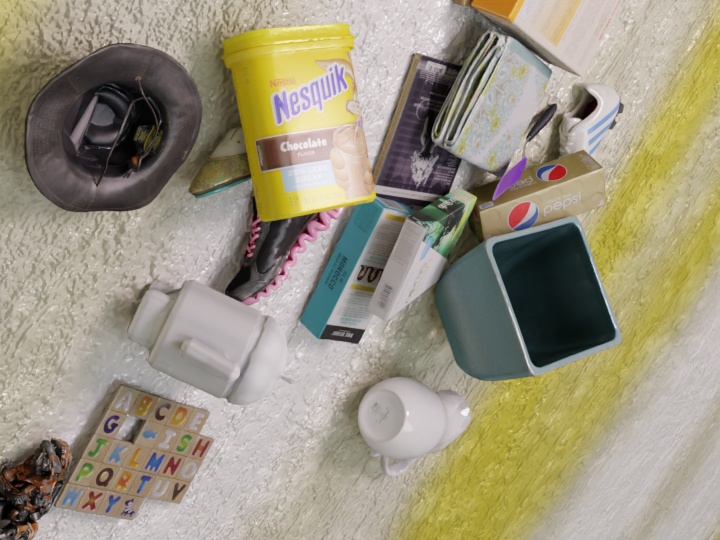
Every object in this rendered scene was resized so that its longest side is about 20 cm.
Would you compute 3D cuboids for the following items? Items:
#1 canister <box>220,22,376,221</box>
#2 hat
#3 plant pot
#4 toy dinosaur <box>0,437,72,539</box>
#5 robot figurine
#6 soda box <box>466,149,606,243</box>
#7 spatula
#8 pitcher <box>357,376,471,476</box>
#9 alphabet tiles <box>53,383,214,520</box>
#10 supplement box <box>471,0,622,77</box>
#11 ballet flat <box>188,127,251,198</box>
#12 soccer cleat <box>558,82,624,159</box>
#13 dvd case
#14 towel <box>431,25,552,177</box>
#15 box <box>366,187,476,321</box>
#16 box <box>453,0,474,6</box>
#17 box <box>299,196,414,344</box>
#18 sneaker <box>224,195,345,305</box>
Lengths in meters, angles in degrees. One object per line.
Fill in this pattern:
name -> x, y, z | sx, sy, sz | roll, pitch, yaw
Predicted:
canister -> -0.064, -0.165, 1.144 | 0.148, 0.086, 0.201 | -13, 96, -33
hat -> -0.263, -0.154, 1.040 | 0.200, 0.081, 0.201 | -30, 140, -30
plant pot -> 0.221, 0.058, 1.501 | 0.195, 0.200, 0.197 | -15, 82, -36
toy dinosaur -> -0.406, 0.286, 1.175 | 0.136, 0.102, 0.201 | 29, 72, -64
robot figurine -> -0.171, 0.086, 1.205 | 0.199, 0.170, 0.113 | 26, 102, -7
soda box -> 0.257, -0.106, 1.500 | 0.199, 0.064, 0.068 | -19, 126, -7
spatula -> 0.243, -0.179, 1.482 | 0.200, 0.020, 0.057 | -57, 168, -32
pitcher -> 0.064, 0.247, 1.560 | 0.172, 0.121, 0.200 | -54, 150, 9
alphabet tiles -> -0.275, 0.241, 1.304 | 0.200, 0.008, 0.168 | 30, 88, -52
supplement box -> 0.251, -0.357, 1.349 | 0.200, 0.073, 0.127 | 21, 100, -48
ballet flat -> -0.120, -0.142, 1.194 | 0.199, 0.071, 0.071 | -23, 128, -30
soccer cleat -> 0.328, -0.193, 1.566 | 0.086, 0.070, 0.201 | 14, 101, -32
dvd case -> 0.094, -0.184, 1.388 | 0.148, 0.016, 0.201 | 4, 112, -44
towel -> 0.182, -0.227, 1.397 | 0.200, 0.048, 0.172 | 13, 107, -58
box -> 0.086, -0.026, 1.389 | 0.200, 0.036, 0.145 | -35, 152, -61
box -> 0.201, -0.442, 1.323 | 0.163, 0.021, 0.201 | -11, 122, -38
box -> 0.000, 0.000, 1.379 | 0.082, 0.049, 0.201 | 12, 111, -46
sneaker -> -0.110, -0.048, 1.261 | 0.095, 0.079, 0.200 | 42, 83, -25
